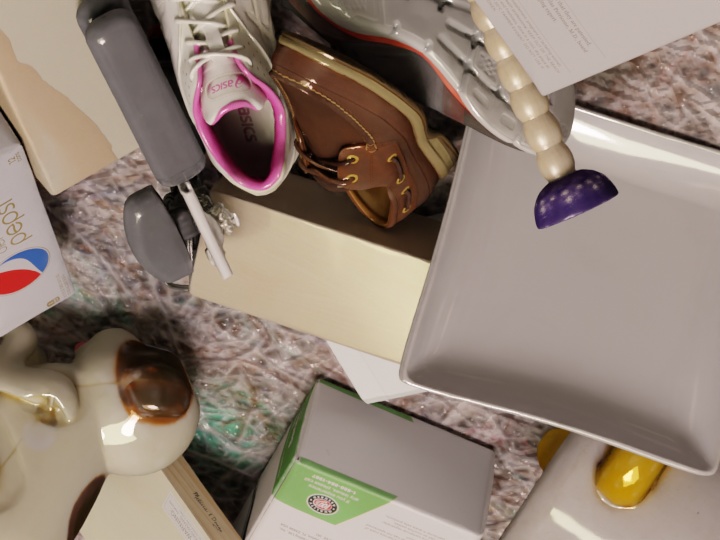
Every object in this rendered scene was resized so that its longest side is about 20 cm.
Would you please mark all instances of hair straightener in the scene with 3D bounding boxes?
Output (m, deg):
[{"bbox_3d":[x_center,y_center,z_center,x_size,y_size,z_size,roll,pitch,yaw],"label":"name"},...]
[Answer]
[{"bbox_3d":[-0.119,-0.055,1.395,0.040,0.077,0.201,6,133,0],"label":"hair straightener"}]

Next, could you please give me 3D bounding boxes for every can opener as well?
[{"bbox_3d":[-0.122,-0.069,1.296,0.066,0.053,0.201,-24,127,-7],"label":"can opener"}]

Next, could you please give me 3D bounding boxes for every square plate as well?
[{"bbox_3d":[0.139,0.004,1.333,0.198,0.200,0.028,17,163,-4],"label":"square plate"}]

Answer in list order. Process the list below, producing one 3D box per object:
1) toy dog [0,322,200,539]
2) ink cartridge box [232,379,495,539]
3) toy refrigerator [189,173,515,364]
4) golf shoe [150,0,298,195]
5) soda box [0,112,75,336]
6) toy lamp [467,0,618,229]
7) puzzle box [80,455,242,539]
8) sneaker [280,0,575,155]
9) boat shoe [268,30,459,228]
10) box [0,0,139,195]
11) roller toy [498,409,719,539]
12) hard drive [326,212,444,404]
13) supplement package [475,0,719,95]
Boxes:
[{"bbox_3d":[-0.204,0.118,1.507,0.199,0.194,0.140,-34,153,-14],"label":"toy dog"},{"bbox_3d":[-0.010,0.191,1.594,0.145,0.085,0.201,23,134,-9],"label":"ink cartridge box"},{"bbox_3d":[0.000,0.000,1.399,0.198,0.070,0.077,17,116,7],"label":"toy refrigerator"},{"bbox_3d":[-0.080,-0.136,1.277,0.075,0.092,0.201,-20,109,3],"label":"golf shoe"},{"bbox_3d":[-0.235,-0.038,1.385,0.063,0.068,0.200,-31,156,-11],"label":"soda box"},{"bbox_3d":[0.081,-0.124,1.252,0.058,0.058,0.201,-22,93,29],"label":"toy lamp"},{"bbox_3d":[-0.128,0.218,1.602,0.200,0.025,0.133,52,136,20],"label":"puzzle box"},{"bbox_3d":[0.039,-0.133,1.310,0.199,0.077,0.082,35,157,-18],"label":"sneaker"},{"bbox_3d":[-0.002,-0.077,1.293,0.072,0.068,0.200,30,176,27],"label":"boat shoe"},{"bbox_3d":[-0.198,-0.156,1.293,0.077,0.095,0.201,-30,128,-12],"label":"box"},{"bbox_3d":[0.174,0.150,1.435,0.139,0.200,0.183,34,111,7],"label":"roller toy"},{"bbox_3d":[0.067,0.018,1.458,0.198,0.026,0.132,-13,128,24],"label":"hard drive"},{"bbox_3d":[0.157,-0.203,1.167,0.199,0.122,0.120,-21,125,29],"label":"supplement package"}]
